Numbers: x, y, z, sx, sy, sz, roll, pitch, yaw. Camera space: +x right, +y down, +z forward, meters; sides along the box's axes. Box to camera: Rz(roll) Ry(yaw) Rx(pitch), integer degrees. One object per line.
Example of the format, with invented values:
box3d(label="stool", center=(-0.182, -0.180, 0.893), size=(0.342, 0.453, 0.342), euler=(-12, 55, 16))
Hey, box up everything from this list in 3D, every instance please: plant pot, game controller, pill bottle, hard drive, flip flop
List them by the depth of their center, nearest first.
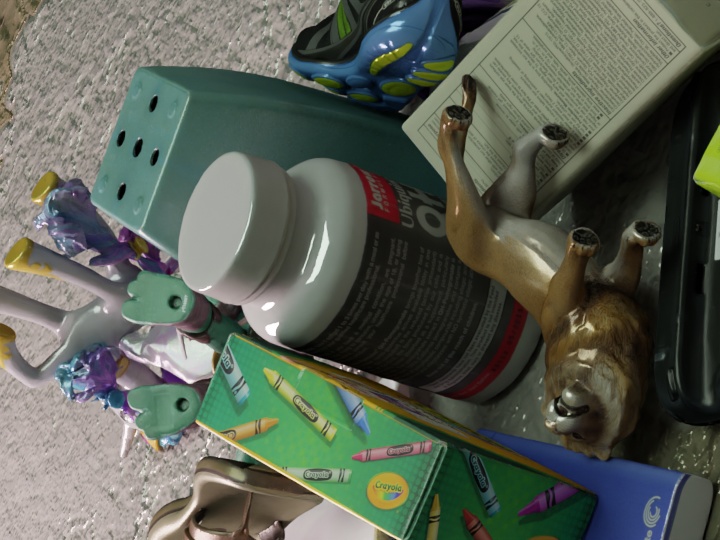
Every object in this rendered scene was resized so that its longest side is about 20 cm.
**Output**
box3d(label="game controller", center=(0.199, -0.020, 1.390), size=(0.104, 0.042, 0.201), euler=(-11, 65, 42))
box3d(label="hard drive", center=(0.106, 0.162, 1.451), size=(0.200, 0.025, 0.133), euler=(7, 81, 61))
box3d(label="pill bottle", center=(0.000, 0.000, 1.541), size=(0.111, 0.199, 0.111), euler=(-34, 47, 46))
box3d(label="flip flop", center=(-0.080, 0.159, 1.638), size=(0.200, 0.081, 0.058), euler=(140, 140, -58))
box3d(label="plant pot", center=(-0.052, -0.048, 1.657), size=(0.141, 0.199, 0.142), euler=(30, 100, 61))

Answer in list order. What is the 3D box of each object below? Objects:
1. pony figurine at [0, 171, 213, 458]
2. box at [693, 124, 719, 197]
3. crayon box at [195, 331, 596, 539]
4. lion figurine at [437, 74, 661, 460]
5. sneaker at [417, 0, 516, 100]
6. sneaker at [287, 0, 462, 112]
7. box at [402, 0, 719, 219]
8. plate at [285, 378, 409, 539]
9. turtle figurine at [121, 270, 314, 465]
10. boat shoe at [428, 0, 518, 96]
box3d(label="pony figurine", center=(-0.159, 0.023, 1.848), size=(0.193, 0.200, 0.167), euler=(-46, 29, 13))
box3d(label="box", center=(0.255, -0.063, 1.272), size=(0.200, 0.048, 0.122), euler=(30, 94, 55))
box3d(label="crayon box", center=(0.016, 0.101, 1.454), size=(0.200, 0.119, 0.058), euler=(24, 92, 50))
box3d(label="lion figurine", center=(0.095, -0.002, 1.444), size=(0.200, 0.072, 0.123), euler=(56, 147, 37))
box3d(label="sneaker", center=(0.058, -0.148, 1.672), size=(0.200, 0.080, 0.084), euler=(156, 115, -64))
box3d(label="sneaker", center=(0.016, -0.147, 1.620), size=(0.199, 0.071, 0.083), euler=(-16, 54, 68))
box3d(label="box", center=(0.119, -0.111, 1.471), size=(0.095, 0.078, 0.200), euler=(50, 136, 4))
box3d(label="plate", center=(-0.028, 0.182, 1.616), size=(0.200, 0.032, 0.200), euler=(-50, 18, 33))
box3d(label="turtle figurine", center=(-0.080, 0.061, 1.676), size=(0.100, 0.200, 0.150), euler=(-26, 73, 15))
box3d(label="boat shoe", center=(0.115, -0.134, 1.571), size=(0.062, 0.072, 0.200), euler=(-44, 6, -41))
